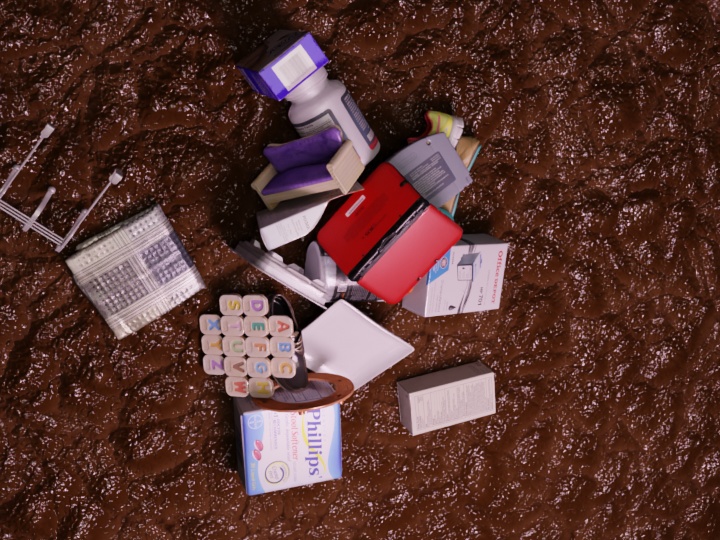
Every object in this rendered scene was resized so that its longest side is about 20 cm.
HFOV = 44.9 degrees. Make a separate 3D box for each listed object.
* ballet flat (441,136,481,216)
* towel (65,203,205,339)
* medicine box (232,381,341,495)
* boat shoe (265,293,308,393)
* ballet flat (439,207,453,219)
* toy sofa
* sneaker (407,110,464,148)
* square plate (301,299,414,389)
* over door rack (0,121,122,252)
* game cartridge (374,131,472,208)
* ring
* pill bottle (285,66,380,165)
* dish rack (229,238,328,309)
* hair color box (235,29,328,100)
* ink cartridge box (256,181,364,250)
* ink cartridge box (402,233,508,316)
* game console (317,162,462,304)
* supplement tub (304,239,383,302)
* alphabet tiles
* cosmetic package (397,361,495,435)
[{"bbox_3d":[0.181,-0.176,1.755,0.063,0.069,0.201,21,96,4],"label":"ballet flat"},{"bbox_3d":[-0.413,0.003,1.601,0.200,0.035,0.193,-32,117,-11],"label":"towel"},{"bbox_3d":[-0.147,0.332,1.752,0.199,0.103,0.183,-7,108,-17],"label":"medicine box"},{"bbox_3d":[-0.147,0.137,1.664,0.074,0.073,0.201,-16,78,-24],"label":"boat shoe"},{"bbox_3d":[0.088,-0.089,1.695,0.199,0.064,0.068,-8,85,-30],"label":"ballet flat"},{"bbox_3d":[-0.102,-0.182,1.560,0.098,0.200,0.083,58,44,-27],"label":"toy sofa"},{"bbox_3d":[0.123,-0.223,1.710,0.090,0.078,0.200,24,91,-16],"label":"sneaker"},{"bbox_3d":[-0.029,0.149,1.738,0.198,0.028,0.200,34,127,-25],"label":"square plate"},{"bbox_3d":[-0.517,-0.144,1.485,0.148,0.067,0.200,35,112,-25],"label":"over door rack"},{"bbox_3d":[0.104,-0.167,1.640,0.200,0.042,0.133,-37,98,-17],"label":"game cartridge"},{"bbox_3d":[-0.110,0.239,1.683,0.200,0.200,0.019,-10,104,-17],"label":"ring"},{"bbox_3d":[-0.061,-0.279,1.594,0.119,0.120,0.200,-36,114,-7],"label":"pill bottle"},{"bbox_3d":[-0.144,-0.001,1.602,0.171,0.200,0.044,33,88,-25],"label":"dish rack"},{"bbox_3d":[-0.139,-0.357,1.497,0.109,0.200,0.065,-40,113,-5],"label":"hair color box"},{"bbox_3d":[-0.090,-0.108,1.595,0.199,0.160,0.047,-21,106,-3],"label":"ink cartridge box"},{"bbox_3d":[0.192,0.007,1.768,0.199,0.086,0.147,-4,107,-32],"label":"ink cartridge box"},{"bbox_3d":[0.053,-0.067,1.599,0.200,0.172,0.119,-47,157,14],"label":"game console"},{"bbox_3d":[0.000,0.000,1.697,0.199,0.123,0.123,0,105,-20],"label":"supplement tub"},{"bbox_3d":[-0.216,0.143,1.648,0.195,0.015,0.201,1,100,19],"label":"alphabet tiles"},{"bbox_3d":[0.186,0.273,1.873,0.199,0.073,0.104,-10,109,-17],"label":"cosmetic package"}]
